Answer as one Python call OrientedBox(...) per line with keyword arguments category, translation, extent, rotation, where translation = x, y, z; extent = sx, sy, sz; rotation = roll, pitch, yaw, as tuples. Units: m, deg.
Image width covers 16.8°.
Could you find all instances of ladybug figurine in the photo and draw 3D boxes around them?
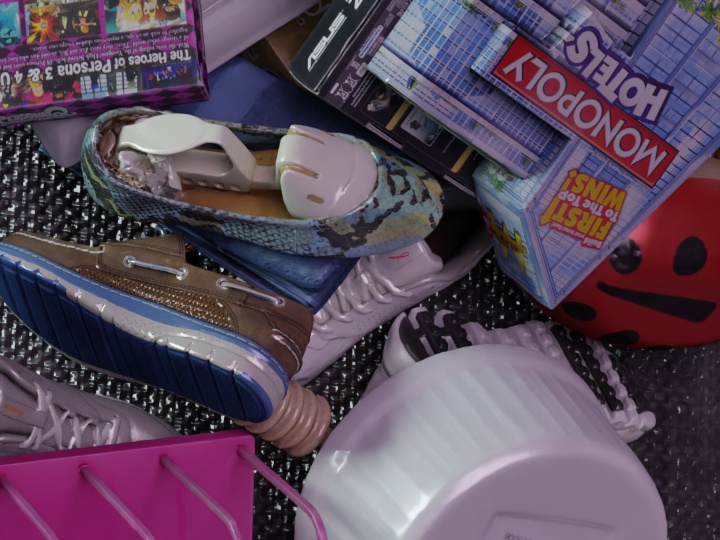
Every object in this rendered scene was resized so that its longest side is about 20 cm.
OrientedBox(category="ladybug figurine", translation=(0.172, -0.004, 1.423), extent=(0.199, 0.136, 0.072), rotation=(8, 42, -35))

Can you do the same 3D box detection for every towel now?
OrientedBox(category="towel", translation=(-0.075, -0.064, 1.371), extent=(0.200, 0.049, 0.112), rotation=(31, 71, 19))

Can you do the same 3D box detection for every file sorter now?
OrientedBox(category="file sorter", translation=(-0.129, 0.178, 1.268), extent=(0.199, 0.125, 0.140), rotation=(-5, 107, -25))

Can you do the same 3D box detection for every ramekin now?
OrientedBox(category="ramekin", translation=(0.072, 0.151, 1.340), extent=(0.200, 0.098, 0.201), rotation=(-11, 119, -20))

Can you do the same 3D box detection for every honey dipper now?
OrientedBox(category="honey dipper", translation=(0.010, 0.111, 1.381), extent=(0.200, 0.038, 0.038), rotation=(32, 70, -33))

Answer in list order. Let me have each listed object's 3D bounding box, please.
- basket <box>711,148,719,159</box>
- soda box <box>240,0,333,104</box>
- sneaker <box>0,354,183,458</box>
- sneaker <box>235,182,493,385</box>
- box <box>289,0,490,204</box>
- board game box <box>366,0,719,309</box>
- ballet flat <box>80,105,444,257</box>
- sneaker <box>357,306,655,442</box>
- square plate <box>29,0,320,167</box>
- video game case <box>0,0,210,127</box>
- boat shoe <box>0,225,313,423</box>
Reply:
OrientedBox(category="basket", translation=(0.197, -0.085, 1.453), extent=(0.199, 0.143, 0.150), rotation=(-9, 82, -20))
OrientedBox(category="soda box", translation=(-0.037, -0.142, 1.427), extent=(0.068, 0.064, 0.200), rotation=(-35, 91, -20))
OrientedBox(category="sneaker", translation=(-0.180, 0.087, 1.320), extent=(0.199, 0.092, 0.076), rotation=(17, 76, -15))
OrientedBox(category="sneaker", translation=(0.000, 0.000, 1.393), extent=(0.200, 0.099, 0.078), rotation=(-34, 92, -21))
OrientedBox(category="box", translation=(0.081, -0.146, 1.322), extent=(0.161, 0.049, 0.200), rotation=(30, 97, -30))
OrientedBox(category="board game box", translation=(0.112, -0.092, 1.297), extent=(0.200, 0.062, 0.200), rotation=(31, 96, -35))
OrientedBox(category="ballet flat", translation=(-0.055, -0.051, 1.298), extent=(0.199, 0.074, 0.075), rotation=(4, 77, 7))
OrientedBox(category="sneaker", translation=(0.085, 0.076, 1.429), extent=(0.199, 0.081, 0.075), rotation=(11, 38, -33))
OrientedBox(category="square plate", translation=(-0.138, -0.191, 1.368), extent=(0.200, 0.028, 0.199), rotation=(-34, 76, -3))
OrientedBox(category="video game case", translation=(-0.188, -0.170, 1.335), extent=(0.199, 0.036, 0.182), rotation=(-7, 77, 4))
OrientedBox(category="boat shoe", translation=(-0.115, 0.019, 1.337), extent=(0.199, 0.072, 0.072), rotation=(24, 58, 22))
